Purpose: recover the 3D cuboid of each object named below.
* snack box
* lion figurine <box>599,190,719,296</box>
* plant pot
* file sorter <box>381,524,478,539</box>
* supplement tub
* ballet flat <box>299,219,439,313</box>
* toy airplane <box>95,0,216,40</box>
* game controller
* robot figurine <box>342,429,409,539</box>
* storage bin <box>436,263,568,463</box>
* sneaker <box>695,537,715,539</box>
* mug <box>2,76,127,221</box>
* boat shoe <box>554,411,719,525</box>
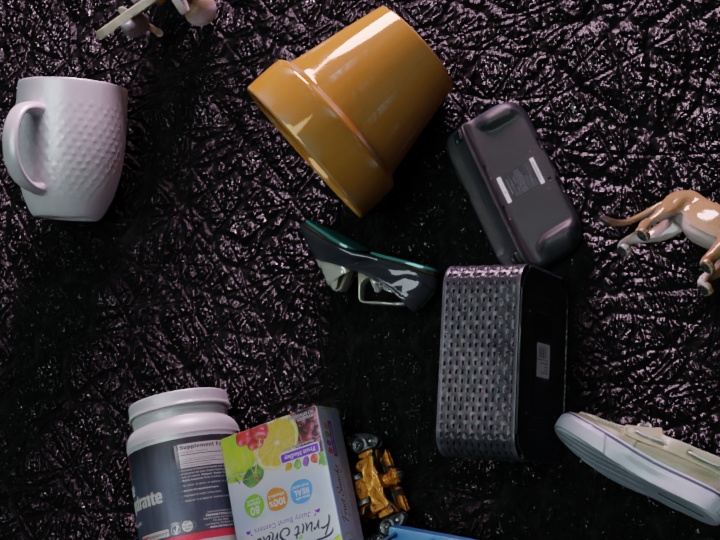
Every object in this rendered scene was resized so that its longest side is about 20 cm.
[{"bbox_3d":[-0.075,0.269,1.523,0.141,0.053,0.202,-22,69,28],"label":"snack box"},{"bbox_3d":[0.355,-0.044,1.383,0.122,0.073,0.199,-40,51,-20],"label":"lion figurine"},{"bbox_3d":[0.001,-0.196,1.564,0.183,0.200,0.200,-42,62,-1],"label":"plant pot"},{"bbox_3d":[0.098,0.364,1.408,0.198,0.122,0.140,6,97,24],"label":"file sorter"},{"bbox_3d":[-0.204,0.254,1.619,0.139,0.140,0.202,-19,72,26],"label":"supplement tub"},{"bbox_3d":[0.000,0.000,1.588,0.199,0.073,0.074,22,92,29],"label":"ballet flat"},{"bbox_3d":[-0.232,-0.372,1.749,0.199,0.141,0.200,2,50,44],"label":"toy airplane"},{"bbox_3d":[0.173,-0.093,1.526,0.104,0.042,0.202,-26,69,9],"label":"game controller"},{"bbox_3d":[-0.028,0.273,1.561,0.199,0.058,0.146,-29,68,24],"label":"robot figurine"},{"bbox_3d":[0.154,0.100,1.438,0.093,0.135,0.202,-1,81,30],"label":"storage bin"},{"bbox_3d":[0.309,0.354,1.349,0.078,0.075,0.201,32,106,22],"label":"sneaker"},{"bbox_3d":[-0.397,-0.158,1.773,0.146,0.200,0.178,2,88,25],"label":"mug"},{"bbox_3d":[0.295,0.191,1.390,0.199,0.072,0.062,27,70,28],"label":"boat shoe"}]
